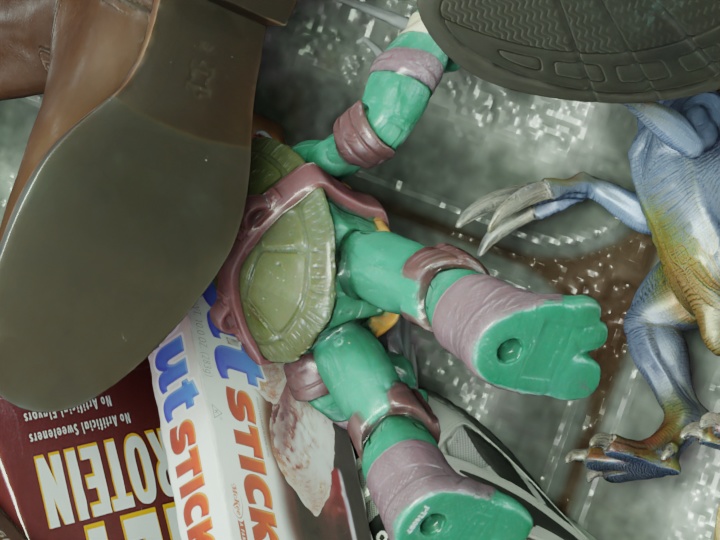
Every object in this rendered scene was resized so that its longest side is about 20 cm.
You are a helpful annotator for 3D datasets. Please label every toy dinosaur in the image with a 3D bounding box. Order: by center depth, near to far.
[{"bbox_3d":[0.106,-0.022,0.979,0.105,0.200,0.182,-24,53,52],"label":"toy dinosaur"}]

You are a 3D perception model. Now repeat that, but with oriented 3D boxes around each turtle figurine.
[{"bbox_3d":[0.000,0.000,0.933,0.200,0.100,0.150,-127,35,-49],"label":"turtle figurine"}]

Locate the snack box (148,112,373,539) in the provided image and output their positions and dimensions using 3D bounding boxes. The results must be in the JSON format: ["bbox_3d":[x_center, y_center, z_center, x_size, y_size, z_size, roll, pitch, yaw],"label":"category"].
[{"bbox_3d":[-0.039,0.030,0.973,0.024,0.072,0.201,-33,55,31],"label":"snack box"}]

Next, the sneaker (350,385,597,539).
[{"bbox_3d":[0.030,0.096,0.980,0.200,0.088,0.074,32,101,18],"label":"sneaker"}]

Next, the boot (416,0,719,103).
[{"bbox_3d":[0.117,-0.136,0.878,0.199,0.073,0.151,-16,43,25],"label":"boot"}]

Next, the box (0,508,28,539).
[{"bbox_3d":[-0.213,0.123,0.843,0.164,0.200,0.166,47,115,20],"label":"box"}]

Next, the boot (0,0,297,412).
[{"bbox_3d":[-0.098,-0.053,0.933,0.200,0.064,0.187,13,74,60],"label":"boot"}]

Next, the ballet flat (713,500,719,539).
[{"bbox_3d":[0.149,0.127,0.865,0.070,0.065,0.200,-22,41,-7],"label":"ballet flat"}]

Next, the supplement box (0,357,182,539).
[{"bbox_3d":[-0.138,0.115,0.992,0.197,0.133,0.201,-24,82,30],"label":"supplement box"}]
